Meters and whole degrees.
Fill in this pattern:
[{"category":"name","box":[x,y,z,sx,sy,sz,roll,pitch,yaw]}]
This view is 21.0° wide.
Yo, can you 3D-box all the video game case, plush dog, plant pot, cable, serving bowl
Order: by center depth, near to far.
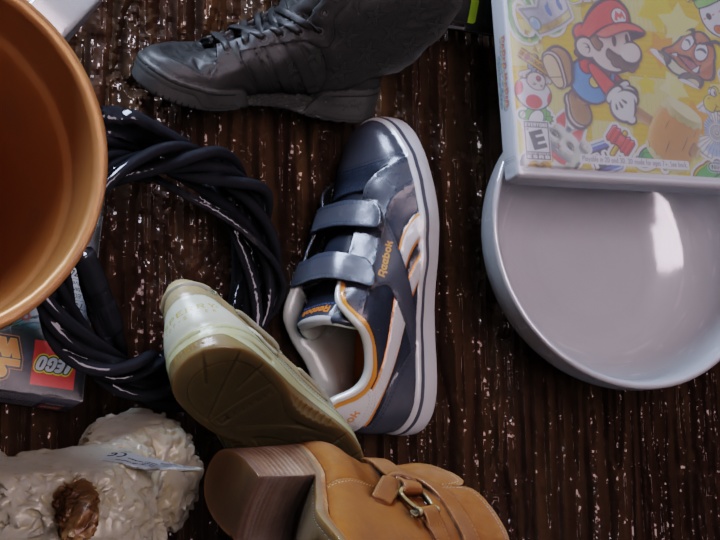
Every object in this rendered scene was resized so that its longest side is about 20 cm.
[{"category":"plant pot","box":[-0.244,-0.046,1.003,0.199,0.140,0.201,6,75,-22]},{"category":"plush dog","box":[-0.164,0.182,1.055,0.199,0.160,0.173,-6,106,-23]},{"category":"cable","box":[-0.109,0.001,1.121,0.200,0.051,0.164,32,56,-47]},{"category":"video game case","box":[0.179,-0.142,1.269,0.199,0.023,0.183,2,77,-23]},{"category":"serving bowl","box":[0.161,-0.015,1.279,0.199,0.066,0.201,6,74,-23]}]

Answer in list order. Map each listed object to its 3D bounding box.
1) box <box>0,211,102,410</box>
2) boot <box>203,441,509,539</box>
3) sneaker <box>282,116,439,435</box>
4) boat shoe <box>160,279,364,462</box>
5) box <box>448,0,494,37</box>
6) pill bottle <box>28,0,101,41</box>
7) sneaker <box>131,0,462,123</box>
[{"category":"box","box":[-0.250,-0.003,1.099,0.199,0.040,0.138,10,74,-22]},{"category":"boot","box":[0.023,0.158,1.044,0.154,0.074,0.200,7,32,-38]},{"category":"sneaker","box":[0.000,0.000,1.193,0.079,0.078,0.201,4,76,-35]},{"category":"boat shoe","box":[-0.056,0.079,1.121,0.073,0.201,0.063,-30,49,9]},{"category":"box","box":[0.091,-0.255,1.284,0.192,0.047,0.201,5,98,-24]},{"category":"pill bottle","box":[-0.252,-0.191,1.113,0.200,0.114,0.114,42,64,-9]},{"category":"sneaker","box":[-0.038,-0.151,1.203,0.199,0.060,0.105,5,118,-28]}]
